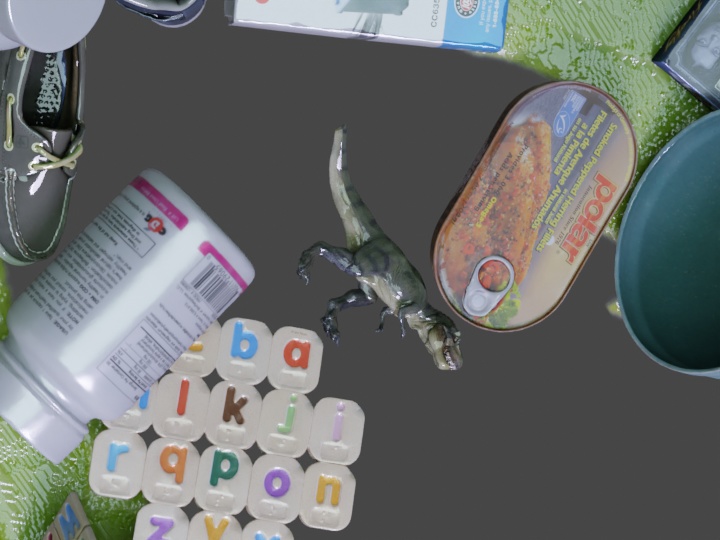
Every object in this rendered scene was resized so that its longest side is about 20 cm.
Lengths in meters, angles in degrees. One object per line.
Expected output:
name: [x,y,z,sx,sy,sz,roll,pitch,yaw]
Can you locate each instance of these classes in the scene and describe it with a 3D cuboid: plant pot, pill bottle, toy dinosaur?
plant pot: [0.305,-0.005,1.403,0.133,0.200,0.202,21,96,-37]
pill bottle: [-0.262,-0.213,1.275,0.110,0.199,0.112,-27,130,-38]
pill bottle: [-0.181,0.034,1.362,0.200,0.113,0.113,-46,101,-7]
toy dinosaur: [0.000,0.000,1.427,0.088,0.047,0.201,-32,100,-12]

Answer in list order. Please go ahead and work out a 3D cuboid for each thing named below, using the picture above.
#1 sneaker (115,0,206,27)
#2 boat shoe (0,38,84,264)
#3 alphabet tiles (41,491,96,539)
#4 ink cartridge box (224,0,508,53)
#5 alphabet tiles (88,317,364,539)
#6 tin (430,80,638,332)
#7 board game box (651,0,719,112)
sneaker: [-0.179,-0.253,1.315,0.077,0.146,0.202,-44,100,3]
boat shoe: [-0.232,-0.103,1.357,0.072,0.060,0.204,-5,99,-45]
alphabet tiles: [-0.223,0.291,1.382,0.007,0.168,0.201,7,128,-39]
ink cartridge box: [0.008,-0.240,1.371,0.198,0.086,0.148,4,98,-9]
alphabet tiles: [-0.099,0.133,1.419,0.198,0.015,0.198,9,77,-7]
tin: [0.131,-0.049,1.439,0.111,0.042,0.201,31,94,-6]
board game box: [0.340,-0.151,1.450,0.199,0.035,0.136,37,93,-11]
